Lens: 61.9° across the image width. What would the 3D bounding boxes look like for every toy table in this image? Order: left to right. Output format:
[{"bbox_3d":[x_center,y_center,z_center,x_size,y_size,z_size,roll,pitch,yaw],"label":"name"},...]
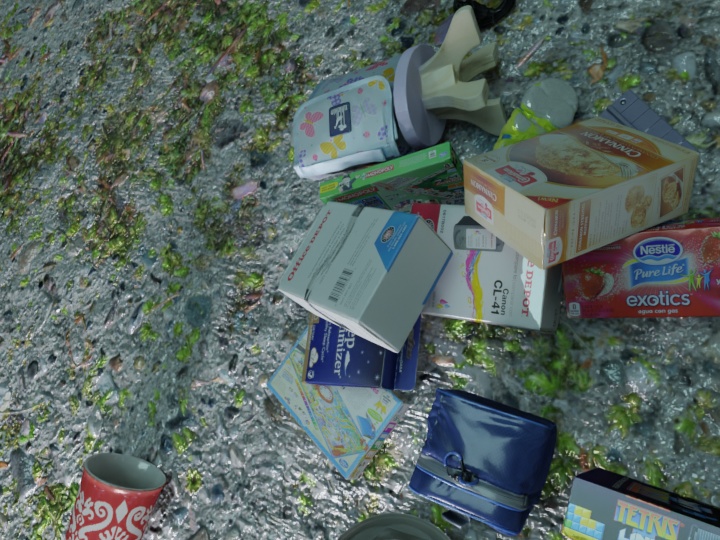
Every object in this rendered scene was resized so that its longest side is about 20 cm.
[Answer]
[{"bbox_3d":[0.131,-0.261,0.851,0.115,0.185,0.203,-10,47,28],"label":"toy table"}]

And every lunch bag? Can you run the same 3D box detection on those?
[{"bbox_3d":[-0.001,-0.222,0.893,0.166,0.128,0.202,-8,40,27],"label":"lunch bag"},{"bbox_3d":[0.140,0.218,0.679,0.133,0.199,0.135,15,85,25],"label":"lunch bag"}]

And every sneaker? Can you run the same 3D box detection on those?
[{"bbox_3d":[0.221,-0.180,0.828,0.076,0.105,0.200,42,64,2],"label":"sneaker"}]

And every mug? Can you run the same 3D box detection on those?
[{"bbox_3d":[-0.411,0.420,0.988,0.131,0.177,0.204,18,88,-5],"label":"mug"}]

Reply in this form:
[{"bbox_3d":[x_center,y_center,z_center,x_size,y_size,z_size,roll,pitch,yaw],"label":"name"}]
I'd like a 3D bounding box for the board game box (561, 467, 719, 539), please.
[{"bbox_3d":[0.297,0.248,0.583,0.162,0.199,0.058,14,83,30],"label":"board game box"}]

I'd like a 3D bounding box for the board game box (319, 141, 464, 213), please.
[{"bbox_3d":[0.058,-0.107,0.859,0.196,0.134,0.030,-13,61,24],"label":"board game box"}]

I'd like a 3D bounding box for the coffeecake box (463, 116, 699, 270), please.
[{"bbox_3d":[0.237,-0.095,0.671,0.196,0.074,0.154,-20,34,-15],"label":"coffeecake box"}]

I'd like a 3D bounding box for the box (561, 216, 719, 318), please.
[{"bbox_3d":[0.336,-0.004,0.681,0.196,0.099,0.098,-3,98,28],"label":"box"}]

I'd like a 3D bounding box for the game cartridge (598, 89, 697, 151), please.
[{"bbox_3d":[0.315,-0.125,0.784,0.199,0.038,0.131,-41,56,12],"label":"game cartridge"}]

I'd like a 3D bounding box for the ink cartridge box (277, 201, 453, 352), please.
[{"bbox_3d":[0.000,0.000,0.775,0.198,0.083,0.147,17,73,53],"label":"ink cartridge box"}]

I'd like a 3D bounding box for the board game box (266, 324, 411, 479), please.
[{"bbox_3d":[-0.037,0.182,0.884,0.199,0.034,0.135,41,96,32],"label":"board game box"}]

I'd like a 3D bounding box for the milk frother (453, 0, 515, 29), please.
[{"bbox_3d":[0.188,-0.510,0.919,0.201,0.178,0.190,-51,16,38],"label":"milk frother"}]

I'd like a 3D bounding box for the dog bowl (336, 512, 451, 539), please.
[{"bbox_3d":[0.041,0.402,0.714,0.195,0.059,0.204,-1,54,1],"label":"dog bowl"}]

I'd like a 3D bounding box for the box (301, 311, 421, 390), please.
[{"bbox_3d":[-0.003,0.097,0.820,0.197,0.032,0.124,-7,70,44],"label":"box"}]

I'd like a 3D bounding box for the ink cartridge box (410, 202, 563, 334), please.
[{"bbox_3d":[0.159,-0.007,0.787,0.196,0.085,0.151,6,88,34],"label":"ink cartridge box"}]
